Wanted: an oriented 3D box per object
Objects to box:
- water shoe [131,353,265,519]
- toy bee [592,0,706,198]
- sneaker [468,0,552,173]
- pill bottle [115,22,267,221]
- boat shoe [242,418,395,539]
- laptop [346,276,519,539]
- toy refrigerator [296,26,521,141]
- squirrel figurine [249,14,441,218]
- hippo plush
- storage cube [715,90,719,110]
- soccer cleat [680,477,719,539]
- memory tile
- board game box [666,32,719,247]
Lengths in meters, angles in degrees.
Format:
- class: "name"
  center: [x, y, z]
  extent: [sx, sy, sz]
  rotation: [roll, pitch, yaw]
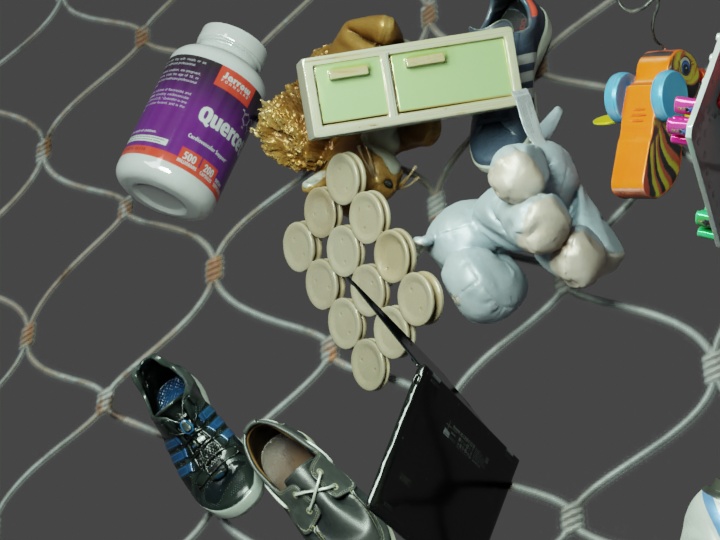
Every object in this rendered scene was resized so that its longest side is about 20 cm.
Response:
- class: "water shoe"
  center: [-0.164, 0.159, 1.792]
  extent: [0.072, 0.079, 0.200]
  rotation: [-43, 47, 1]
- class: "toy bee"
  center: [0.285, -0.161, 1.718]
  extent: [0.131, 0.109, 0.200]
  rotation: [30, 106, 39]
- class: "sneaker"
  center: [0.133, -0.193, 1.834]
  extent: [0.075, 0.085, 0.200]
  rotation: [-7, 57, 29]
- class: "pill bottle"
  center: [-0.172, -0.160, 1.988]
  extent: [0.112, 0.112, 0.200]
  rotation: [9, 66, 36]
- class: "boat shoe"
  center: [-0.041, 0.205, 1.694]
  extent: [0.072, 0.068, 0.200]
  rotation: [-44, 49, -2]
- class: "laptop"
  center: [0.042, 0.140, 1.601]
  extent: [0.116, 0.187, 0.200]
  rotation: [6, 64, 36]
- class: "toy refrigerator"
  center: [0.046, -0.174, 1.752]
  extent: [0.200, 0.070, 0.076]
  rotation: [-9, 92, -6]
- class: "squirrel figurine"
  center: [-0.008, -0.140, 1.875]
  extent: [0.200, 0.142, 0.187]
  rotation: [3, 73, 42]
- class: "hippo plush"
  center: [0.121, -0.043, 1.691]
  extent: [0.161, 0.159, 0.200]
  rotation: [-33, 65, 24]
- class: "storage cube"
  center: [0.431, -0.160, 1.553]
  extent: [0.180, 0.200, 0.171]
  rotation: [3, 63, 41]
- class: "soccer cleat"
  center: [0.332, 0.235, 1.444]
  extent: [0.200, 0.070, 0.086]
  rotation: [26, 92, 43]
- class: "memory tile"
  center: [0.000, 0.000, 1.761]
  extent: [0.200, 0.017, 0.153]
  rotation: [60, 136, 28]
- class: "board game box"
  center: [0.316, -0.151, 1.610]
  extent: [0.026, 0.200, 0.200]
  rotation: [13, 68, 24]
